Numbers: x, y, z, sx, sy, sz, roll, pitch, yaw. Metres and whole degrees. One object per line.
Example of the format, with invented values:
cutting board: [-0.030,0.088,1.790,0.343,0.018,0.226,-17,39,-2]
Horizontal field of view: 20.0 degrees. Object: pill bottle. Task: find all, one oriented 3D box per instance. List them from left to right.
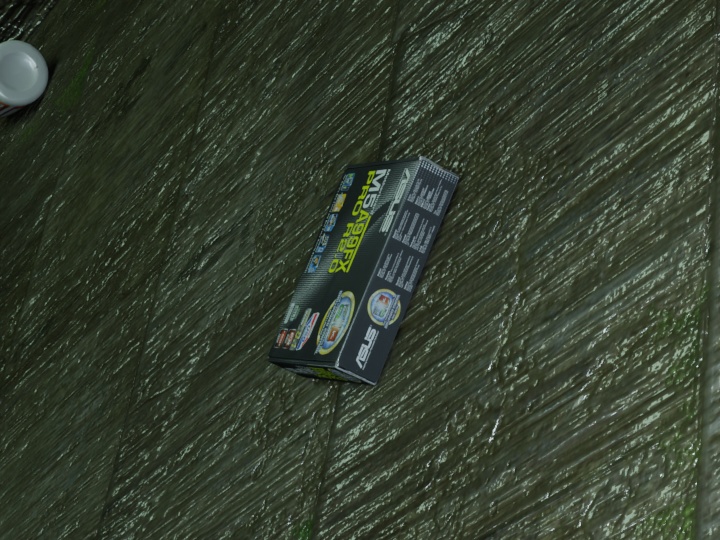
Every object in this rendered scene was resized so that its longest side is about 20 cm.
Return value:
pill bottle: [-0.600,-0.313,3.410,0.200,0.110,0.110,-11,56,63]

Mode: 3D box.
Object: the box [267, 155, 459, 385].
box: [0.000,0.000,1.815,0.160,0.044,0.200,0,66,66]
